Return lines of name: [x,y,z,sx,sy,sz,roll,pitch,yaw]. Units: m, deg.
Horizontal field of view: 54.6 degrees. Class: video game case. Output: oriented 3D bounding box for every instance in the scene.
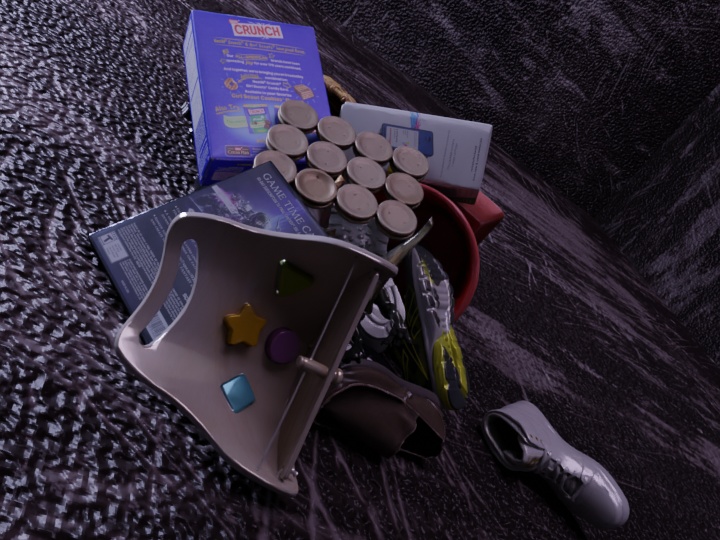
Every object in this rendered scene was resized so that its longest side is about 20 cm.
video game case: [-0.135,-0.019,0.660,0.197,0.019,0.144,-26,62,-25]

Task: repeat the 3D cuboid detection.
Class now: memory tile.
memory tile: [-0.018,-0.118,0.809,0.196,0.017,0.155,22,48,-8]

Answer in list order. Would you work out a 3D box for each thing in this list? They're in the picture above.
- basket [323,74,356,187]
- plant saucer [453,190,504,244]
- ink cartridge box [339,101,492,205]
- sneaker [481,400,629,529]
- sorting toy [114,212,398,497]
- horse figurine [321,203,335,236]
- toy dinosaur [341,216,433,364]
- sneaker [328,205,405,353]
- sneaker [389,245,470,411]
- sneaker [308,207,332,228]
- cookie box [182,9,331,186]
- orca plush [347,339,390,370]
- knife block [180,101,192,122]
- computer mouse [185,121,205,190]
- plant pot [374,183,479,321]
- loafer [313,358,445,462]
basket: [-0.080,-0.244,1.165,0.199,0.143,0.149,38,21,-5]
plant saucer: [0.088,-0.079,1.082,0.199,0.200,0.037,40,39,-1]
ink cartridge box: [0.070,-0.155,0.944,0.195,0.090,0.145,13,-1,6]
sneaker: [0.233,0.249,0.870,0.114,0.075,0.200,7,30,-52]
sorting toy: [-0.096,0.047,0.575,0.178,0.203,0.106,28,-6,-21]
horse figurine: [-0.093,-0.057,0.761,0.130,0.051,0.201,17,24,1]
toy dinosaur: [0.009,0.033,0.646,0.047,0.200,0.090,7,64,-29]
sneaker: [0.000,0.000,0.845,0.074,0.081,0.204,-5,65,-9]
sneaker: [0.067,0.069,0.826,0.074,0.083,0.205,20,56,-52]
sneaker: [-0.060,-0.079,0.975,0.080,0.077,0.201,28,24,-10]
cookie box: [-0.126,-0.210,0.877,0.168,0.075,0.205,-1,71,-28]
orca plush: [-0.028,0.060,0.776,0.200,0.071,0.105,48,23,17]
knife block: [-0.140,-0.195,0.957,0.198,0.065,0.175,35,20,16]
computer mouse: [-0.171,-0.135,0.931,0.137,0.053,0.201,31,24,-25]
plant pot: [0.073,-0.020,0.961,0.200,0.201,0.177,43,14,7]
loafer: [0.025,0.146,0.701,0.198,0.073,0.072,21,29,-40]
